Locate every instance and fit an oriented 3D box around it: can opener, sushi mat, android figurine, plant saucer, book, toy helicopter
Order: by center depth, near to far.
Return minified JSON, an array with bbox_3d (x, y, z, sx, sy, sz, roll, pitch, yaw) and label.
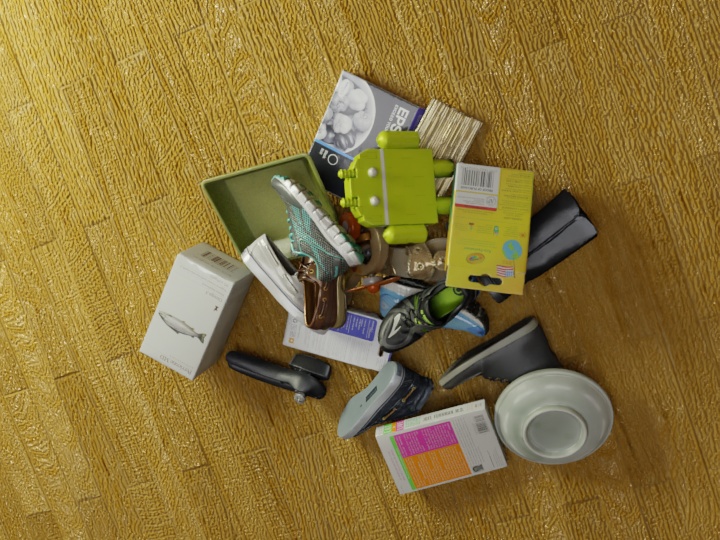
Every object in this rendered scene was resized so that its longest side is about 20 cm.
[{"bbox_3d":[0.059,-0.133,1.476,0.198,0.041,0.184,-1,86,-20],"label":"android figurine"},{"bbox_3d":[0.115,-0.178,1.529,0.095,0.012,0.201,25,104,-12],"label":"sushi mat"},{"bbox_3d":[0.322,0.257,1.536,0.198,0.050,0.201,3,119,6],"label":"plant saucer"},{"bbox_3d":[0.000,0.000,1.550,0.133,0.078,0.200,64,143,29],"label":"toy helicopter"},{"bbox_3d":[-0.140,-0.109,1.574,0.198,0.048,0.201,-13,128,16],"label":"plant saucer"},{"bbox_3d":[0.141,0.306,1.602,0.199,0.048,0.134,-16,118,14],"label":"book"},{"bbox_3d":[-0.151,0.188,1.673,0.198,0.079,0.064,11,143,14],"label":"can opener"}]

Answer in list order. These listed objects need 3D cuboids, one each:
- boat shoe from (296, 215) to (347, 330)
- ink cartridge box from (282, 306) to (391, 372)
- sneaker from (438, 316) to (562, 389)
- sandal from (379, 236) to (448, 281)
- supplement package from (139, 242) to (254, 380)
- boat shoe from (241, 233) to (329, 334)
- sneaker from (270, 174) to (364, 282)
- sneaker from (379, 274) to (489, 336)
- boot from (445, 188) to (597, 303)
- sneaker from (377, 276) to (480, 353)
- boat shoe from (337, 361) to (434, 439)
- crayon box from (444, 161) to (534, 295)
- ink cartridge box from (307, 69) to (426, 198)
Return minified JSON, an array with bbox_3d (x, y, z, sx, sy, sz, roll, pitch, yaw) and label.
[{"bbox_3d":[-0.069,0.002,1.527,0.072,0.067,0.202,5,102,57],"label":"boat shoe"},{"bbox_3d":[-0.035,0.110,1.633,0.199,0.037,0.095,15,104,13],"label":"ink cartridge box"},{"bbox_3d":[0.236,0.173,1.559,0.199,0.075,0.107,-32,93,17],"label":"sneaker"},{"bbox_3d":[0.088,-0.008,1.522,0.210,0.070,0.078,2,111,36],"label":"sandal"},{"bbox_3d":[-0.289,0.071,1.643,0.116,0.117,0.201,27,107,6],"label":"supplement package"},{"bbox_3d":[-0.115,0.022,1.583,0.066,0.072,0.200,-43,89,12],"label":"boat shoe"},{"bbox_3d":[-0.088,-0.065,1.471,0.091,0.078,0.200,-42,79,9],"label":"sneaker"},{"bbox_3d":[0.123,0.075,1.569,0.199,0.078,0.091,19,107,16],"label":"sneaker"},{"bbox_3d":[0.263,-0.066,1.507,0.200,0.066,0.165,-36,93,19],"label":"boot"},{"bbox_3d":[0.102,0.066,1.486,0.199,0.083,0.071,-35,87,22],"label":"sneaker"},{"bbox_3d":[0.043,0.244,1.624,0.090,0.071,0.200,25,127,-22],"label":"boat shoe"},{"bbox_3d":[0.201,-0.062,1.452,0.126,0.051,0.202,7,78,2],"label":"crayon box"},{"bbox_3d":[0.022,-0.204,1.550,0.199,0.043,0.199,26,106,6],"label":"ink cartridge box"}]
